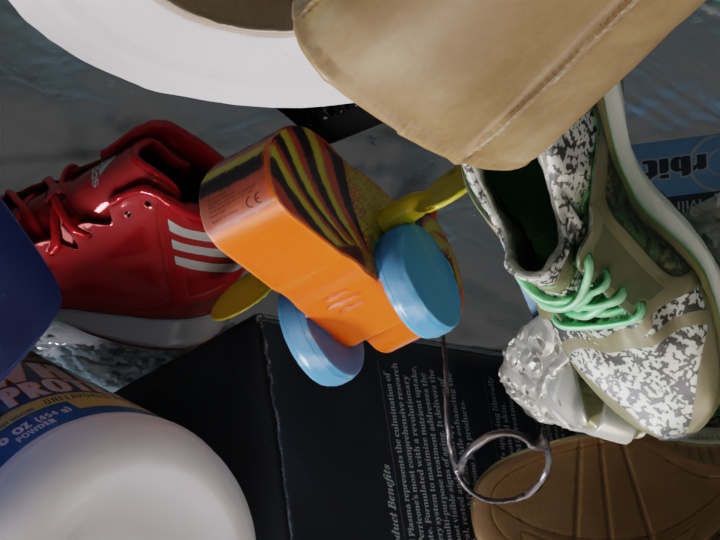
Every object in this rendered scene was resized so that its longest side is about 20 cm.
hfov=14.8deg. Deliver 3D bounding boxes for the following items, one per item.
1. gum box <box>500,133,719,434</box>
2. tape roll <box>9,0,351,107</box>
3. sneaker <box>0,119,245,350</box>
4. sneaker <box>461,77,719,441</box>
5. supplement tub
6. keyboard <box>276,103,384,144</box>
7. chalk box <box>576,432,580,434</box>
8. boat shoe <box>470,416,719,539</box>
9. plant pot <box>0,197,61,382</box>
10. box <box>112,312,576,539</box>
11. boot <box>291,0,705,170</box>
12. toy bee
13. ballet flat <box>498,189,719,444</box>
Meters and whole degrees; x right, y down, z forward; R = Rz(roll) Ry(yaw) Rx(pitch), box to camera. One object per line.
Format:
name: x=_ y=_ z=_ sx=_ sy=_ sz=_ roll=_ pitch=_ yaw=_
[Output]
gum box: x=0.163 y=0.009 z=1.218 sx=0.169 sy=0.045 sz=0.200 roll=-7 pitch=149 yaw=13
tape roll: x=-0.027 y=-0.137 z=0.935 sx=0.201 sy=0.071 sz=0.203 roll=1 pitch=150 yaw=0
sneaker: x=-0.137 y=-0.026 z=1.151 sx=0.199 sy=0.079 sz=0.116 roll=-1 pitch=145 yaw=-22
sneaker: x=0.075 y=-0.008 z=1.034 sx=0.077 sy=0.089 sz=0.201 roll=-13 pitch=117 yaw=32
supplement tub: x=-0.152 y=0.110 z=1.177 sx=0.144 sy=0.145 sz=0.200 roll=27 pitch=176 yaw=-39
keyboard: x=0.051 y=-0.084 z=1.060 sx=0.199 sy=0.040 sz=0.104 roll=-20 pitch=144 yaw=34
chalk box: x=0.159 y=0.170 z=1.345 sx=0.123 sy=0.201 sz=0.125 roll=8 pitch=151 yaw=-13
boat shoe: x=0.141 y=0.099 z=1.256 sx=0.199 sy=0.073 sz=0.072 roll=-9 pitch=-175 yaw=-12
plant pot: x=-0.261 y=0.016 z=1.032 sx=0.199 sy=0.180 sz=0.200 roll=-20 pitch=117 yaw=30
box: x=-0.029 y=0.118 z=1.299 sx=0.196 sy=0.125 sz=0.200 roll=11 pitch=151 yaw=-40
boot: x=0.107 y=-0.098 z=0.803 sx=0.175 sy=0.066 sz=0.200 roll=31 pitch=123 yaw=-29
toy bee: x=0.000 y=0.000 z=1.146 sx=0.130 sy=0.109 sz=0.201 roll=-11 pitch=134 yaw=9
ballet flat: x=0.115 y=0.033 z=1.151 sx=0.071 sy=0.072 sz=0.200 roll=13 pitch=149 yaw=-21
